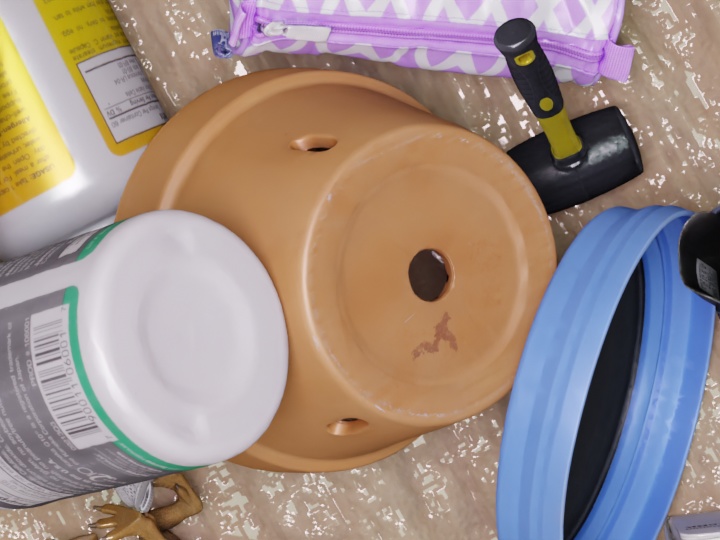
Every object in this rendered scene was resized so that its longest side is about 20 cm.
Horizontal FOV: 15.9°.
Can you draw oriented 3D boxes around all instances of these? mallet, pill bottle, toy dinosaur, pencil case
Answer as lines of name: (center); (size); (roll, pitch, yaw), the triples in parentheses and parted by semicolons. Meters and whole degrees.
mallet: (0.099, -0.079, 1.224); (0.066, 0.200, 0.041); (-20, 70, -1)
pill bottle: (-0.136, 0.047, 1.158); (0.200, 0.113, 0.113); (-16, 93, 45)
toy dinosaur: (-0.096, 0.150, 1.324); (0.200, 0.060, 0.106); (-7, 129, 1)
pencil case: (0.030, -0.135, 1.258); (0.200, 0.086, 0.084); (2, 124, -8)
pill bottle: (-0.157, -0.074, 1.278); (0.113, 0.113, 0.200); (-27, 91, 5)

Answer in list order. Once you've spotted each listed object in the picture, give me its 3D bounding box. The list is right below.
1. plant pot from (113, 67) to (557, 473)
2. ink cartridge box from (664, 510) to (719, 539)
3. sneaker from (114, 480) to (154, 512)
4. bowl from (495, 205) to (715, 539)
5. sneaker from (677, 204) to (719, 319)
plant pot: (0.000, 0.000, 1.216); (0.200, 0.140, 0.200); (0, 90, -30)
ink cartridge box: (0.235, 0.216, 1.284); (0.147, 0.083, 0.200); (-6, 94, 4)
sneaker: (-0.187, 0.074, 1.288); (0.200, 0.075, 0.082); (6, 74, 16)
bowl: (0.118, 0.065, 1.231); (0.039, 0.201, 0.201); (14, 94, 23)
sneaker: (0.188, 0.006, 1.224); (0.084, 0.200, 0.075); (-6, 61, -7)
